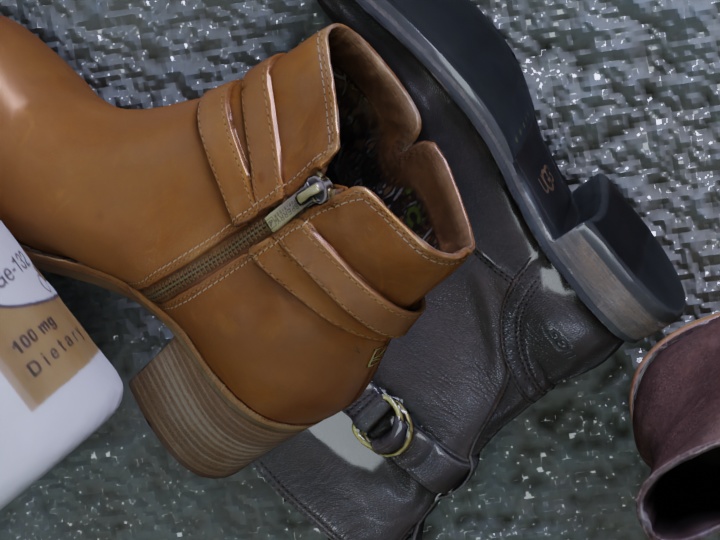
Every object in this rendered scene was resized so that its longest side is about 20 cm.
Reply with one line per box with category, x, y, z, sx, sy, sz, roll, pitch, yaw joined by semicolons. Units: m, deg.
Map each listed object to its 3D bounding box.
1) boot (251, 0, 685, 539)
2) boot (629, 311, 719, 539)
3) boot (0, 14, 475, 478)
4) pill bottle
boot;0.000;0.000;1.070;0.174;0.069;0.200;-38;91;22
boot;0.184;0.025;1.001;0.200;0.166;0.072;-26;101;12
boot;-0.058;-0.039;1.016;0.155;0.077;0.200;-43;74;43
pill bottle;-0.182;-0.002;1.008;0.114;0.114;0.200;-36;95;14
